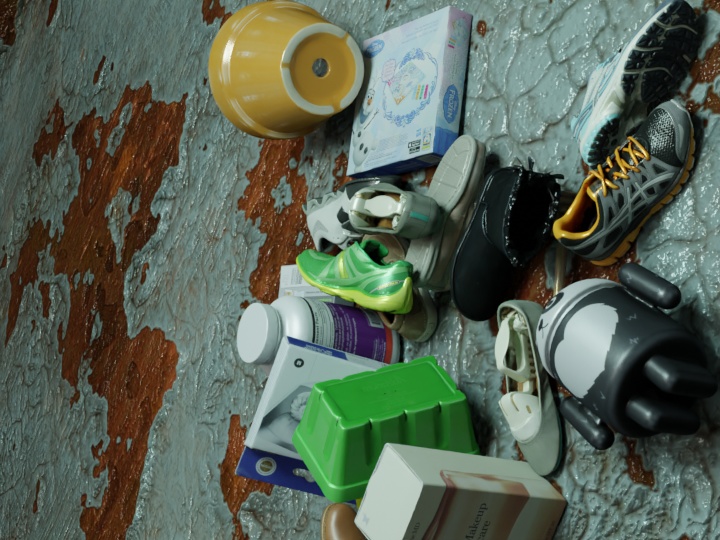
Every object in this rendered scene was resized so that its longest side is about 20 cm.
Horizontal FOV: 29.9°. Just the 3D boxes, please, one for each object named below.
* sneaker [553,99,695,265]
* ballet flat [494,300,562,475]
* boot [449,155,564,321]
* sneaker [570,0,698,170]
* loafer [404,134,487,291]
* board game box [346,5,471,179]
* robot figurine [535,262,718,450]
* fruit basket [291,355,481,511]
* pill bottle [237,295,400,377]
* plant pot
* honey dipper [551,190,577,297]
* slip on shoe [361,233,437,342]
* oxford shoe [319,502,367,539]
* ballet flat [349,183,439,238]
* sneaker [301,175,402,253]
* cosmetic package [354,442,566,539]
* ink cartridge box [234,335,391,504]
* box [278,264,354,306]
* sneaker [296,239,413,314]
[{"bbox_3d":[0.277,-0.091,1.413,0.200,0.077,0.078,-61,36,23],"label":"sneaker"},{"bbox_3d":[0.180,0.129,1.507,0.067,0.064,0.200,-27,59,50],"label":"ballet flat"},{"bbox_3d":[0.164,-0.030,1.520,0.162,0.073,0.199,-142,68,-79],"label":"boot"},{"bbox_3d":[0.281,-0.209,1.443,0.200,0.078,0.086,-61,34,25],"label":"sneaker"},{"bbox_3d":[0.115,-0.068,1.671,0.072,0.063,0.200,39,111,58],"label":"loafer"},{"bbox_3d":[0.063,-0.232,1.803,0.200,0.043,0.199,-9,72,56],"label":"board game box"},{"bbox_3d":[0.259,0.087,1.340,0.150,0.125,0.200,-38,37,-7],"label":"robot figurine"},{"bbox_3d":[0.034,0.226,1.596,0.156,0.215,0.216,51,123,50],"label":"fruit basket"},{"bbox_3d":[-0.055,0.095,1.745,0.112,0.200,0.113,-23,62,52],"label":"pill bottle"},{"bbox_3d":[-0.089,-0.281,1.892,0.183,0.200,0.201,15,94,62],"label":"plant pot"},{"bbox_3d":[0.222,0.012,1.502,0.038,0.038,0.200,-8,75,55],"label":"honey dipper"},{"bbox_3d":[0.036,0.013,1.760,0.076,0.061,0.200,-55,40,32],"label":"slip on shoe"},{"bbox_3d":[0.006,0.377,1.688,0.071,0.071,0.200,-52,51,49],"label":"oxford shoe"},{"bbox_3d":[0.024,-0.079,1.684,0.200,0.064,0.068,11,88,59],"label":"ballet flat"},{"bbox_3d":[-0.003,-0.074,1.847,0.200,0.074,0.089,-24,73,54],"label":"sneaker"},{"bbox_3d":[0.109,0.259,1.450,0.087,0.200,0.104,42,116,54],"label":"cosmetic package"},{"bbox_3d":[-0.035,0.200,1.689,0.041,0.199,0.200,-119,47,-68],"label":"ink cartridge box"},{"bbox_3d":[-0.070,0.091,1.917,0.156,0.041,0.200,-5,75,56],"label":"box"},{"bbox_3d":[0.000,0.000,1.705,0.200,0.074,0.084,18,91,45],"label":"sneaker"}]
